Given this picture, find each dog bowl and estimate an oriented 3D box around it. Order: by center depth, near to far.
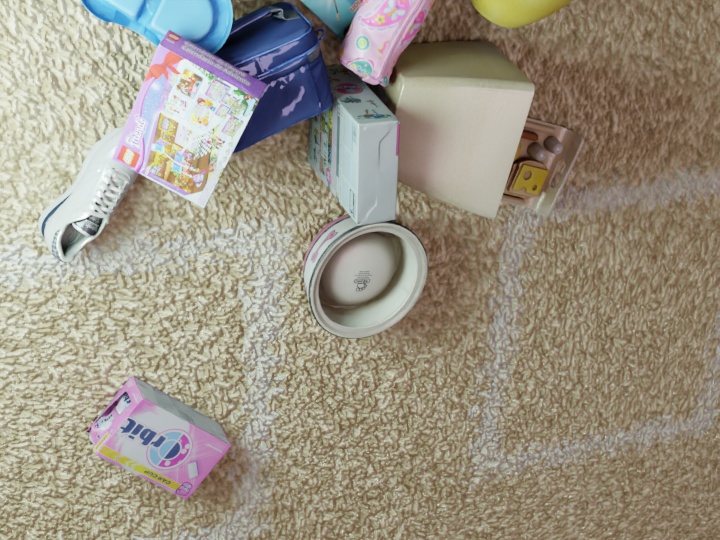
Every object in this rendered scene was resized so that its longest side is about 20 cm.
[{"bbox_3d":[-0.252,-0.335,1.449,0.198,0.050,0.112,27,95,-14],"label":"dog bowl"},{"bbox_3d":[0.000,0.000,1.808,0.198,0.074,0.202,-14,124,-21],"label":"dog bowl"}]

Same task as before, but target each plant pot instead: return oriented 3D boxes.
[{"bbox_3d":[0.221,-0.417,1.613,0.198,0.202,0.142,-2,147,-26],"label":"plant pot"},{"bbox_3d":[0.108,-0.213,1.667,0.175,0.201,0.202,6,116,-18],"label":"plant pot"}]

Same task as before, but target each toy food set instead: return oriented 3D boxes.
[{"bbox_3d":[0.244,-0.163,1.842,0.198,0.060,0.145,10,113,-31],"label":"toy food set"}]

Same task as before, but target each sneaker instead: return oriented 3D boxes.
[{"bbox_3d":[-0.344,-0.098,1.566,0.076,0.081,0.201,33,98,-35],"label":"sneaker"}]

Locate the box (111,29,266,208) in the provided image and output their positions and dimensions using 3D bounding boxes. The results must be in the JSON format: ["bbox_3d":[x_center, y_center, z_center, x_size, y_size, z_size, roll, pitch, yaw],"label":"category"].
[{"bbox_3d":[-0.216,-0.185,1.476,0.136,0.039,0.201,28,132,-8],"label":"box"}]

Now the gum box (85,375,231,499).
[{"bbox_3d":[-0.310,0.255,1.806,0.114,0.066,0.199,-49,128,6],"label":"gum box"}]

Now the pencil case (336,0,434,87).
[{"bbox_3d":[0.047,-0.344,1.555,0.087,0.088,0.201,21,109,-35],"label":"pencil case"}]

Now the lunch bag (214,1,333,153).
[{"bbox_3d":[-0.133,-0.263,1.537,0.198,0.136,0.133,-27,128,-9],"label":"lunch bag"}]

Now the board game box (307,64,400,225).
[{"bbox_3d":[-0.012,-0.175,1.613,0.063,0.200,0.149,-10,124,-20],"label":"board game box"}]

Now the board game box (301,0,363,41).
[{"bbox_3d":[-0.024,-0.408,1.563,0.151,0.047,0.199,-48,128,7],"label":"board game box"}]
